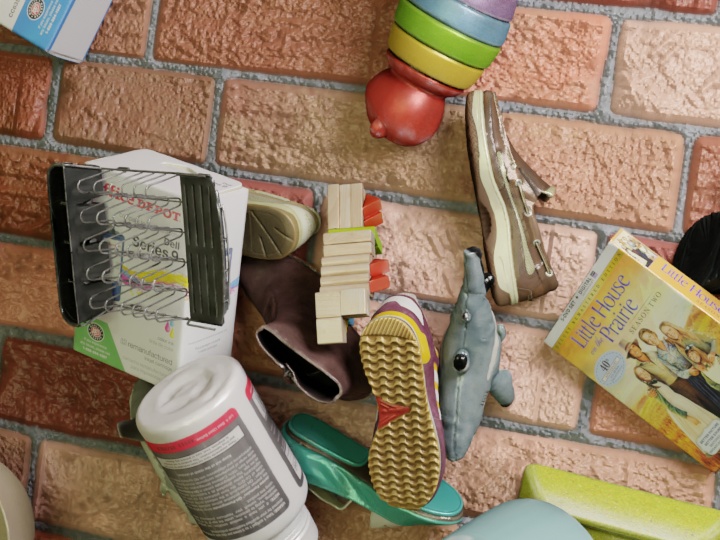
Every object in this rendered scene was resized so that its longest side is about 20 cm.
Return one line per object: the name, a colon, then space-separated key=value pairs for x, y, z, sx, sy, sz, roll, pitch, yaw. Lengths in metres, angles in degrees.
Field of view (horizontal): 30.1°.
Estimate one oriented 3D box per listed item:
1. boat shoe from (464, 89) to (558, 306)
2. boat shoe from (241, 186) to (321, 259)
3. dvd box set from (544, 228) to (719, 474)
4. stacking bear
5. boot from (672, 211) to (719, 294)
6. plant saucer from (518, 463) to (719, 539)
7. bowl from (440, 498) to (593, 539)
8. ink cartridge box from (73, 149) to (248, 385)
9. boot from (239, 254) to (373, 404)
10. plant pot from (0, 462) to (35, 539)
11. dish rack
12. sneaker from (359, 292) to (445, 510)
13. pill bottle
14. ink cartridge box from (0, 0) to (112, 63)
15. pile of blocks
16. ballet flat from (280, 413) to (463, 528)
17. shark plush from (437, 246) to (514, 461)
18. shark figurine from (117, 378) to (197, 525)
boat shoe: x=0.146 y=-0.072 z=1.261 sx=0.074 sy=0.075 sz=0.204 roll=-9 pitch=95 yaw=3
boat shoe: x=-0.138 y=-0.058 z=1.345 sx=0.199 sy=0.063 sz=0.074 roll=9 pitch=110 yaw=27
dvd box set: x=0.277 y=0.074 z=1.201 sx=0.200 sy=0.029 sz=0.147 roll=39 pitch=135 yaw=12
stacking bear: x=0.070 y=-0.211 z=1.259 sx=0.114 sy=0.121 sz=0.201 roll=38 pitch=111 yaw=27
boot: x=0.386 y=0.002 z=1.167 sx=0.162 sy=0.198 sz=0.074 roll=20 pitch=75 yaw=-15
plant saucer: x=0.227 y=0.302 z=1.247 sx=0.198 sy=0.048 sz=0.202 roll=12 pitch=94 yaw=15
bowl: x=0.120 y=0.307 z=1.204 sx=0.200 sy=0.105 sz=0.202 roll=-10 pitch=77 yaw=47
ink cartridge box: x=-0.197 y=-0.002 z=1.305 sx=0.145 sy=0.087 sz=0.201 roll=20 pitch=111 yaw=28
boot: x=-0.064 y=0.046 z=1.265 sx=0.200 sy=0.166 sz=0.072 roll=42 pitch=101 yaw=13
plant pot: x=-0.415 y=0.268 z=1.386 sx=0.199 sy=0.134 sz=0.202 roll=0 pitch=91 yaw=16
dish rack: x=-0.197 y=-0.020 z=1.207 sx=0.199 sy=0.054 sz=0.155 roll=7 pitch=107 yaw=40
sneaker: x=0.047 y=0.120 z=1.233 sx=0.074 sy=0.090 sz=0.201 roll=3 pitch=112 yaw=16
pill bottle: x=-0.117 y=0.188 z=1.252 sx=0.110 sy=0.111 sz=0.201 roll=-20 pitch=115 yaw=15
ink cartridge box: x=-0.351 y=-0.329 z=1.387 sx=0.199 sy=0.086 sz=0.147 roll=30 pitch=98 yaw=12
pile of blocks: x=0.000 y=0.000 z=1.253 sx=0.062 sy=0.082 sz=0.201 roll=-4 pitch=45 yaw=10
ballet flat: x=0.007 y=0.210 z=1.309 sx=0.199 sy=0.067 sz=0.071 roll=25 pitch=122 yaw=14
shark plush: x=0.107 y=0.075 z=1.232 sx=0.090 sy=0.083 sz=0.201 roll=21 pitch=121 yaw=10
shark figurine: x=-0.160 y=0.188 z=1.321 sx=0.089 sy=0.128 sz=0.215 roll=-33 pitch=83 yaw=4
